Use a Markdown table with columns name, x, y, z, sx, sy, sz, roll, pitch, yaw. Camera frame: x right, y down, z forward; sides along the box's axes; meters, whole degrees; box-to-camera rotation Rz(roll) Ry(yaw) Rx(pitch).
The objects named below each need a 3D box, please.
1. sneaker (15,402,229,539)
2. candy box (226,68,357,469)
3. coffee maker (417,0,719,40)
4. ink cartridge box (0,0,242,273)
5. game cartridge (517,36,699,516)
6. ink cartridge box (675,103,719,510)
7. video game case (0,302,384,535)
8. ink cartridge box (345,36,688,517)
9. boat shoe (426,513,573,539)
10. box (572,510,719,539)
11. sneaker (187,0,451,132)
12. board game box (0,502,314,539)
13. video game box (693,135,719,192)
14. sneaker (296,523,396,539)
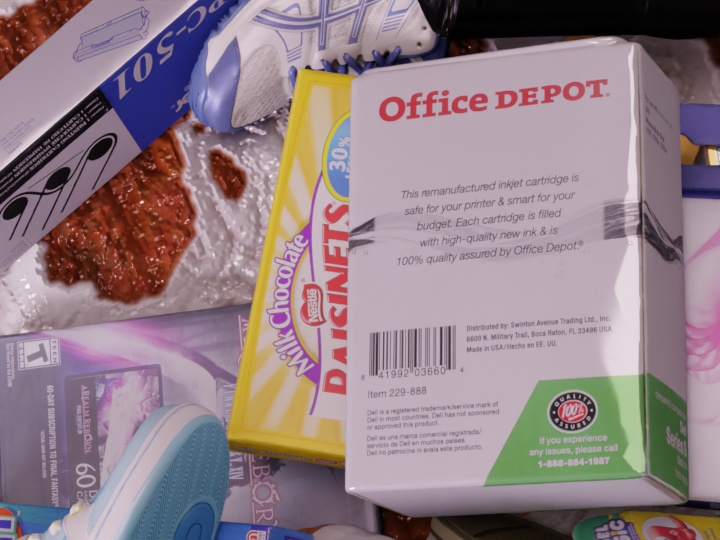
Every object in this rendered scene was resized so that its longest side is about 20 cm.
| name | x | y | z | sx | sy | sz | roll | pitch | yaw |
| --- | --- | --- | --- | --- | --- | --- | --- | --- | --- |
| sneaker | -0.150 | 0.135 | 1.133 | 0.130 | 0.079 | 0.201 | 26 | 90 | 31 |
| candy box | 0.000 | 0.000 | 1.220 | 0.101 | 0.026 | 0.201 | 7 | 72 | 9 |
| coffee maker | 0.130 | -0.179 | 1.191 | 0.198 | 0.192 | 0.136 | -2 | 97 | -12 |
| ink cartridge box | -0.147 | -0.086 | 1.286 | 0.200 | 0.094 | 0.044 | -42 | 70 | -6 |
| game cartridge | 0.100 | -0.004 | 1.242 | 0.200 | 0.032 | 0.176 | -40 | 74 | -7 |
| ink cartridge box | 0.140 | 0.011 | 1.167 | 0.195 | 0.043 | 0.202 | 3 | 79 | 21 |
| video game case | -0.091 | 0.092 | 1.259 | 0.198 | 0.019 | 0.144 | -8 | 71 | 8 |
| ink cartridge box | 0.073 | 0.006 | 1.124 | 0.145 | 0.084 | 0.202 | -5 | 75 | 22 |
| boat shoe | 0.108 | 0.180 | 1.162 | 0.199 | 0.075 | 0.069 | 28 | 111 | 30 |
| box | 0.196 | 0.163 | 1.099 | 0.198 | 0.118 | 0.049 | 9 | 117 | -15 |
| sneaker | 0.003 | -0.127 | 1.285 | 0.199 | 0.075 | 0.088 | -37 | 70 | -3 |
| board game box | -0.125 | 0.193 | 1.176 | 0.199 | 0.045 | 0.153 | 0 | 78 | 31 |
| video game box | 0.266 | 0.025 | 1.190 | 0.181 | 0.047 | 0.202 | -6 | 75 | -2 |
| sneaker | -0.026 | 0.223 | 1.191 | 0.084 | 0.072 | 0.202 | 8 | 83 | 56 |
